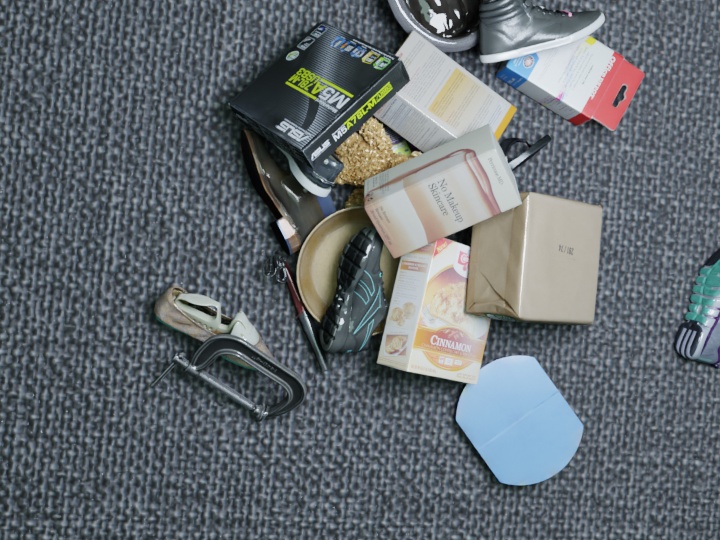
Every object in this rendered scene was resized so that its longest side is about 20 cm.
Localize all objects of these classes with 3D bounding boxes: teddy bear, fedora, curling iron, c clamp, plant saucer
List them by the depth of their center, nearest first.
[{"bbox_3d":[-0.186,0.164,1.399,0.200,0.027,0.171,31,125,-13],"label":"c clamp"},{"bbox_3d":[0.001,-0.160,1.422,0.200,0.067,0.145,41,103,3],"label":"teddy bear"},{"bbox_3d":[-0.096,0.064,1.441,0.050,0.026,0.200,-31,99,-45],"label":"curling iron"},{"bbox_3d":[0.000,0.000,1.443,0.200,0.035,0.201,-2,100,-10],"label":"plant saucer"},{"bbox_3d":[0.118,-0.432,1.455,0.177,0.090,0.200,-42,104,-5],"label":"fedora"}]

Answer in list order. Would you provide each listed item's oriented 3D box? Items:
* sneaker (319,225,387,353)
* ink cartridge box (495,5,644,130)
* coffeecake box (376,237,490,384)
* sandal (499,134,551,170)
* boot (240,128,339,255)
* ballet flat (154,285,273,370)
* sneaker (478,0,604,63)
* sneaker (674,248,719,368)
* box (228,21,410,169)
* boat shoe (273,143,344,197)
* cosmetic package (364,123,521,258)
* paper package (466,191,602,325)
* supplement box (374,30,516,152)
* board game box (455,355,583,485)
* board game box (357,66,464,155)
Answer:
[{"bbox_3d":[0.002,0.030,1.403,0.079,0.075,0.200,12,104,-26],"label":"sneaker"},{"bbox_3d":[0.331,-0.311,1.496,0.200,0.067,0.116,31,84,-6],"label":"ink cartridge box"},{"bbox_3d":[0.122,0.058,1.421,0.153,0.073,0.200,15,86,-40],"label":"coffeecake box"},{"bbox_3d":[0.210,-0.166,1.471,0.200,0.075,0.048,-33,91,-8],"label":"sandal"},{"bbox_3d":[-0.107,-0.133,1.429,0.097,0.075,0.200,-25,103,-16],"label":"boot"},{"bbox_3d":[-0.208,0.083,1.399,0.200,0.068,0.067,26,119,-8],"label":"ballet flat"},{"bbox_3d":[0.266,-0.382,1.408,0.200,0.071,0.099,-17,111,-4],"label":"sneaker"},{"bbox_3d":[0.585,0.058,1.535,0.087,0.074,0.200,22,95,-21],"label":"sneaker"},{"bbox_3d":[-0.061,-0.254,1.343,0.193,0.200,0.048,-42,137,-12],"label":"box"},{"bbox_3d":[-0.088,-0.192,1.389,0.060,0.076,0.200,-51,61,21],"label":"boat shoe"},{"bbox_3d":[0.114,-0.111,1.338,0.200,0.087,0.103,-25,119,15],"label":"cosmetic package"},{"bbox_3d":[0.265,-0.016,1.419,0.200,0.103,0.191,6,87,-44],"label":"paper package"},{"bbox_3d":[0.116,-0.244,1.413,0.200,0.074,0.126,37,57,-4],"label":"supplement box"},{"bbox_3d":[0.245,0.235,1.488,0.158,0.039,0.200,-36,89,-3],"label":"board game box"},{"bbox_3d":[0.098,-0.223,1.479,0.200,0.032,0.120,-25,95,-8],"label":"board game box"}]
